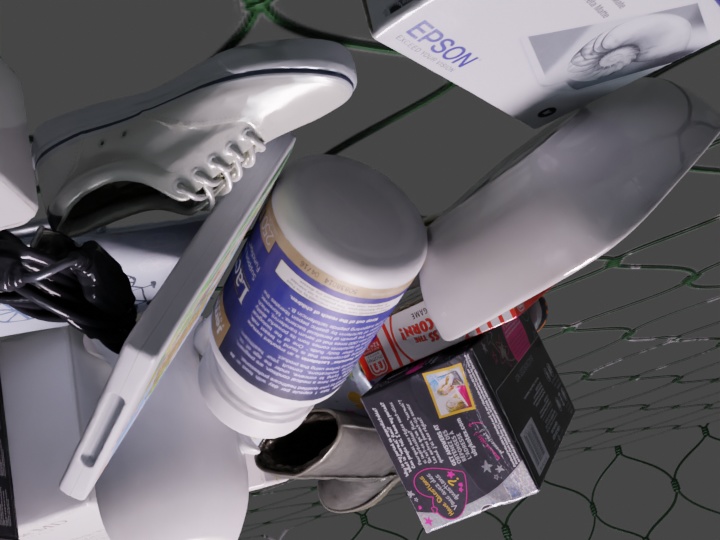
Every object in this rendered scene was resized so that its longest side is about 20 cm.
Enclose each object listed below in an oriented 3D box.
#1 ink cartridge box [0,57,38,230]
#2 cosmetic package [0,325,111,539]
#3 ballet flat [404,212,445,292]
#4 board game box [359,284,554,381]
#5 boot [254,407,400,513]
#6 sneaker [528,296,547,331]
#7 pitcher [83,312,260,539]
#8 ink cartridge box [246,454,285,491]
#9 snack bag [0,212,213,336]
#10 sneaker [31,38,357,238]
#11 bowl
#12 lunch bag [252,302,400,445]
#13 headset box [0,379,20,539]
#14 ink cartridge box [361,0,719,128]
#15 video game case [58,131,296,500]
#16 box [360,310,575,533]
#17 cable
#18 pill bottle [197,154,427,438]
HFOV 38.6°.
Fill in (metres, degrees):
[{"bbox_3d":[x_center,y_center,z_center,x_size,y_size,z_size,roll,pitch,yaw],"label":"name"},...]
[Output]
[{"bbox_3d":[-0.247,-0.075,0.440,0.143,0.085,0.200,-15,162,2],"label":"ink cartridge box"},{"bbox_3d":[-0.274,0.164,0.955,0.165,0.169,0.200,-20,159,15],"label":"cosmetic package"},{"bbox_3d":[0.000,0.000,0.871,0.197,0.070,0.070,-22,161,0],"label":"ballet flat"},{"bbox_3d":[0.097,0.023,0.918,0.150,0.047,0.200,-26,-179,29],"label":"board game box"},{"bbox_3d":[-0.026,0.183,0.969,0.181,0.073,0.199,-39,157,27],"label":"boot"},{"bbox_3d":[0.158,0.053,1.128,0.111,0.079,0.199,-7,171,-33],"label":"sneaker"},{"bbox_3d":[-0.135,0.127,0.835,0.169,0.202,0.121,-18,152,7],"label":"pitcher"},{"bbox_3d":[-0.162,0.190,1.146,0.127,0.127,0.200,-14,169,1],"label":"ink cartridge box"},{"bbox_3d":[-0.205,0.001,0.778,0.197,0.022,0.189,-9,161,-15],"label":"snack bag"},{"bbox_3d":[-0.091,-0.069,0.588,0.197,0.072,0.073,-18,161,11],"label":"sneaker"},{"bbox_3d":[0.133,-0.053,0.707,0.199,0.075,0.199,-41,-176,-39],"label":"bowl"},{"bbox_3d":[-0.028,0.098,1.023,0.168,0.129,0.199,-22,169,27],"label":"lunch bag"},{"bbox_3d":[-0.355,0.124,0.771,0.091,0.177,0.200,-17,161,7],"label":"headset box"},{"bbox_3d":[0.132,-0.157,0.556,0.198,0.041,0.198,-27,158,30],"label":"ink cartridge box"},{"bbox_3d":[-0.115,0.026,0.649,0.022,0.201,0.183,30,137,-5],"label":"video game case"},{"bbox_3d":[0.102,0.122,0.914,0.114,0.134,0.200,-26,-179,24],"label":"box"},{"bbox_3d":[-0.215,0.010,0.622,0.160,0.052,0.200,8,167,5],"label":"cable"},{"bbox_3d":[-0.043,0.026,0.743,0.114,0.117,0.201,-1,138,-35],"label":"pill bottle"}]
